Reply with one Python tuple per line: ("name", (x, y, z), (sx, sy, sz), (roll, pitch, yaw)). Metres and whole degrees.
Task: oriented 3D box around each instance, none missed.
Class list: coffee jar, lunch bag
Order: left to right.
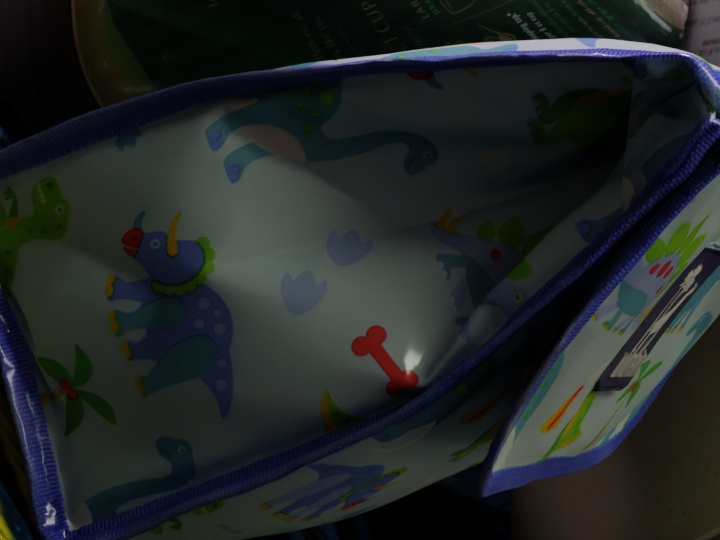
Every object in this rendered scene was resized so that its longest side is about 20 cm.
("coffee jar", (-0.008, -0.082, 0.890), (0.104, 0.200, 0.085), (41, 37, -47))
("lunch bag", (0.020, -0.002, 0.775), (0.128, 0.200, 0.170), (69, 15, 7))

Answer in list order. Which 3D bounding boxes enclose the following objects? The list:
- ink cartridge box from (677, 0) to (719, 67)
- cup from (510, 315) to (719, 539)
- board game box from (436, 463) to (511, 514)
("ink cartridge box", (0.170, -0.047, 0.925), (0.173, 0.044, 0.200), (17, -3, -16))
("cup", (0.133, 0.056, 1.000), (0.200, 0.200, 0.143), (35, 31, -54))
("board game box", (0.000, 0.000, 1.044), (0.152, 0.045, 0.200), (61, 15, 23))
